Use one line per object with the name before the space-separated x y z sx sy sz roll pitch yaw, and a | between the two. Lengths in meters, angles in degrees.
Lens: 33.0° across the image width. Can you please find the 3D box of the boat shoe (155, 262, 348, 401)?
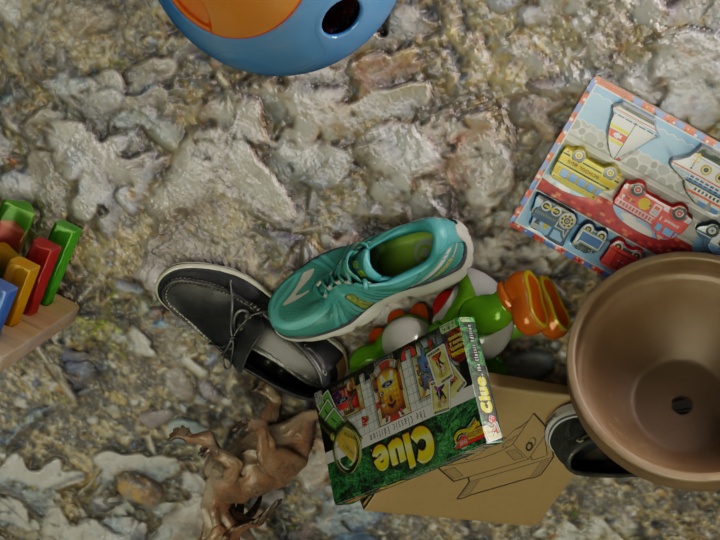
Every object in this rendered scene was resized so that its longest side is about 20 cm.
boat shoe | -0.104 0.057 1.132 0.199 0.062 0.075 31 119 0

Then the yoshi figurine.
yoshi figurine | 0.083 0.079 1.073 0.199 0.112 0.113 -24 113 25

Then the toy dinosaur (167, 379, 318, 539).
toy dinosaur | -0.098 0.193 1.186 0.199 0.086 0.136 -33 114 8

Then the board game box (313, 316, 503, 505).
board game box | 0.034 0.122 1.021 0.200 0.023 0.106 -32 65 44

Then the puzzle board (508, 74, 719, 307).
puzzle board | 0.245 -0.052 1.021 0.199 0.017 0.151 28 118 -1

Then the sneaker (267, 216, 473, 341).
sneaker | 0.000 0.000 1.060 0.199 0.080 0.078 -26 74 18

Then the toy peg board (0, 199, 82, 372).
toy peg board | -0.362 -0.016 1.095 0.199 0.199 0.098 25 102 1

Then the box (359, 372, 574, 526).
box | 0.118 0.161 1.087 0.199 0.021 0.164 12 123 -31

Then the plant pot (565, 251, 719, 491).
plant pot | 0.266 0.093 0.995 0.199 0.202 0.093 7 151 10

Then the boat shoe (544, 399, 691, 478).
boat shoe | 0.260 0.154 1.062 0.198 0.057 0.069 1 119 -8

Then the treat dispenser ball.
treat dispenser ball | -0.062 -0.247 0.902 0.199 0.201 0.203 5 115 11
